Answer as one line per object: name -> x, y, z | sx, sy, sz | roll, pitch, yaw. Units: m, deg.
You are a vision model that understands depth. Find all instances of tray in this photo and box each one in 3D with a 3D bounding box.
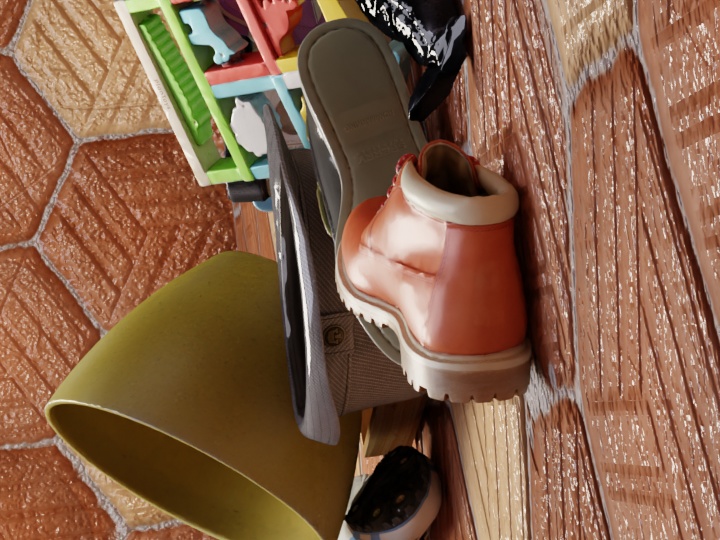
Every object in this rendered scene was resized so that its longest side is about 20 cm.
tray -> 0.017, 0.047, 1.775 | 0.200, 0.037, 0.099 | 99, 162, -73

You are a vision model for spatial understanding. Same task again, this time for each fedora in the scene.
fedora -> 0.000, 0.000, 1.605 | 0.177, 0.090, 0.201 | -122, 26, -77

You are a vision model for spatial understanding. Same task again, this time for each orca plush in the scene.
orca plush -> 0.005, -0.142, 1.468 | 0.200, 0.071, 0.105 | -104, 9, -48

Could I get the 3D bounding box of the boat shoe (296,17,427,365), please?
boat shoe -> 0.014, -0.035, 1.503 | 0.061, 0.071, 0.202 | 83, 173, -69

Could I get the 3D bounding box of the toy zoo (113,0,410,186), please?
toy zoo -> -0.046, -0.118, 1.645 | 0.200, 0.020, 0.132 | -6, 117, 43

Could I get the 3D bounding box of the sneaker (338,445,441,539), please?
sneaker -> 0.022, 0.161, 1.793 | 0.072, 0.072, 0.200 | 41, 165, -4

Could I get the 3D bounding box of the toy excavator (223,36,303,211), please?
toy excavator -> -0.029, -0.081, 1.880 | 0.200, 0.099, 0.195 | -55, -41, -78

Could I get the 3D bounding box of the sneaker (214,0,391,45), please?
sneaker -> -0.037, -0.131, 1.700 | 0.073, 0.114, 0.201 | -175, 76, -83

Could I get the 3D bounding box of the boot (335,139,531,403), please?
boot -> 0.037, -0.019, 1.359 | 0.200, 0.075, 0.108 | -134, 39, -66

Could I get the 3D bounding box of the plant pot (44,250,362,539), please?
plant pot -> -0.076, 0.074, 1.749 | 0.142, 0.200, 0.200 | -61, -6, -18

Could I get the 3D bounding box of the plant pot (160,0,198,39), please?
plant pot -> -0.087, -0.255, 1.776 | 0.200, 0.200, 0.194 | -131, 21, -80
